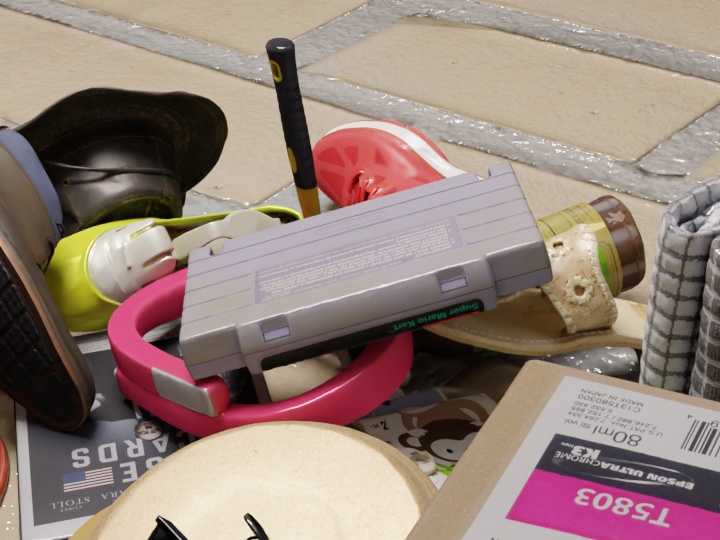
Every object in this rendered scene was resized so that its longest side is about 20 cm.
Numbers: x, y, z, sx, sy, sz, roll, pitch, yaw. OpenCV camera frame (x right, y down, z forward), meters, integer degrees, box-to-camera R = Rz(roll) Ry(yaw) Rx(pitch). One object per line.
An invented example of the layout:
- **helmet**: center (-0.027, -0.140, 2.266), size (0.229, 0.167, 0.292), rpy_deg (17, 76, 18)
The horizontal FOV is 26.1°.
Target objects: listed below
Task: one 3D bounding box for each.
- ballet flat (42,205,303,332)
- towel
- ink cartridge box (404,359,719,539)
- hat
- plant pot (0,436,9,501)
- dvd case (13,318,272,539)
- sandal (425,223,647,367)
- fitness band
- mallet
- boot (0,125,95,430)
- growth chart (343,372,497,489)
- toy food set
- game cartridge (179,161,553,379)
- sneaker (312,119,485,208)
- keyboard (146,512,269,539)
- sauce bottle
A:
- **ballet flat**: center (-0.119, -0.010, 0.990), size (0.198, 0.068, 0.067), rpy_deg (-11, -14, -34)
- **towel**: center (0.241, 0.022, 0.828), size (0.198, 0.167, 0.085), rpy_deg (-22, 37, -28)
- **ink cartridge box**: center (0.130, 0.127, 0.646), size (0.198, 0.076, 0.165), rpy_deg (12, 32, 23)
- **hat**: center (-0.175, -0.041, 1.045), size (0.198, 0.201, 0.082), rpy_deg (-13, 69, -16)
- **plant pot**: center (-0.303, 0.042, 0.825), size (0.198, 0.198, 0.202), rpy_deg (-3, 29, 2)
- **dvd case**: center (-0.123, 0.091, 0.893), size (0.148, 0.025, 0.200), rpy_deg (-9, 29, -10)
- **sandal**: center (0.125, 0.007, 0.884), size (0.209, 0.070, 0.078), rpy_deg (12, 23, -24)
- **fitness band**: center (-0.058, 0.041, 0.887), size (0.143, 0.038, 0.199), rpy_deg (-27, 29, -32)
- **mallet**: center (-0.025, -0.042, 0.940), size (0.041, 0.202, 0.066), rpy_deg (-32, 45, -30)
- **boot**: center (-0.193, -0.006, 0.906), size (0.201, 0.075, 0.097), rpy_deg (55, 37, 7)
- **growth chart**: center (0.051, 0.100, 0.842), size (0.199, 0.018, 0.144), rpy_deg (23, 28, 38)
- **toy food set**: center (-0.048, 0.152, 0.732), size (0.198, 0.049, 0.198), rpy_deg (-27, 42, -16)
- **game cartridge**: center (0.000, 0.000, 0.853), size (0.197, 0.039, 0.130), rpy_deg (-15, 27, 3)
- **sneaker**: center (0.012, -0.039, 1.051), size (0.199, 0.079, 0.115), rpy_deg (22, 37, 40)
- **keyboard**: center (-0.026, 0.181, 0.635), size (0.200, 0.105, 0.039), rpy_deg (40, 15, 32)
- **sauce bottle**: center (0.078, 0.015, 0.958), size (0.198, 0.065, 0.065), rpy_deg (-22, 32, -10)
